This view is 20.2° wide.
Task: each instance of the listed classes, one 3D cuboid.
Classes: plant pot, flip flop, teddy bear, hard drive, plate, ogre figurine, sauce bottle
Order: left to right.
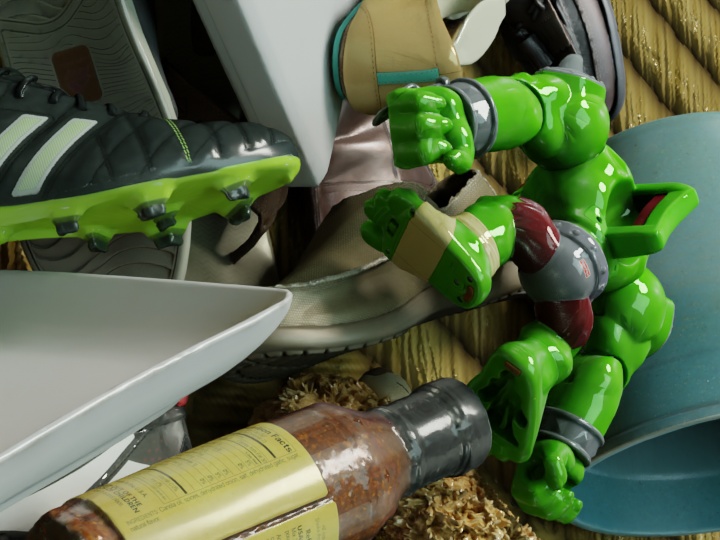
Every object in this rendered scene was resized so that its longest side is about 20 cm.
[{"bbox_3d":[-0.152,0.047,0.674,0.199,0.200,0.032,-29,115,-49],"label":"plate"},{"bbox_3d":[-0.059,-0.067,0.911,0.081,0.058,0.200,6,81,-49],"label":"flip flop"},{"bbox_3d":[-0.041,-0.147,0.835,0.200,0.027,0.132,67,28,-51],"label":"hard drive"},{"bbox_3d":[-0.033,0.092,0.785,0.200,0.066,0.066,-17,96,-38],"label":"sauce bottle"},{"bbox_3d":[0.042,0.112,0.908,0.067,0.200,0.145,-50,159,6],"label":"teddy bear"},{"bbox_3d":[0.080,-0.003,0.867,0.120,0.098,0.200,-37,97,-36],"label":"ogre figurine"},{"bbox_3d":[0.188,0.024,1.100,0.200,0.200,0.188,20,53,-46],"label":"plant pot"}]

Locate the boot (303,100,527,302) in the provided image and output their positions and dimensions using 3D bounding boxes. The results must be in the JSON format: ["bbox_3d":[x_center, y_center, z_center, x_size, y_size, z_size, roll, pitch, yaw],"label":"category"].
[{"bbox_3d":[0.028,-0.078,1.023,0.186,0.064,0.200,-5,82,-52],"label":"boot"}]

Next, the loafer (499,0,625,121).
[{"bbox_3d":[0.084,-0.169,1.109,0.063,0.072,0.200,-20,93,-30],"label":"loafer"}]

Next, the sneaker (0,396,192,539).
[{"bbox_3d":[-0.133,0.089,0.783,0.200,0.071,0.098,-15,92,-52],"label":"sneaker"}]

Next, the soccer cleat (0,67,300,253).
[{"bbox_3d":[-0.124,-0.046,0.752,0.068,0.200,0.081,103,-21,-76],"label":"soccer cleat"}]

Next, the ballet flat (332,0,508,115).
[{"bbox_3d":[0.041,-0.128,0.949,0.200,0.063,0.069,-66,152,-53],"label":"ballet flat"}]

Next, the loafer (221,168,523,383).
[{"bbox_3d":[0.000,0.000,0.904,0.200,0.076,0.068,-17,87,-51],"label":"loafer"}]

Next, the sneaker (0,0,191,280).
[{"bbox_3d":[-0.103,-0.078,0.835,0.106,0.075,0.200,-61,143,-76],"label":"sneaker"}]
